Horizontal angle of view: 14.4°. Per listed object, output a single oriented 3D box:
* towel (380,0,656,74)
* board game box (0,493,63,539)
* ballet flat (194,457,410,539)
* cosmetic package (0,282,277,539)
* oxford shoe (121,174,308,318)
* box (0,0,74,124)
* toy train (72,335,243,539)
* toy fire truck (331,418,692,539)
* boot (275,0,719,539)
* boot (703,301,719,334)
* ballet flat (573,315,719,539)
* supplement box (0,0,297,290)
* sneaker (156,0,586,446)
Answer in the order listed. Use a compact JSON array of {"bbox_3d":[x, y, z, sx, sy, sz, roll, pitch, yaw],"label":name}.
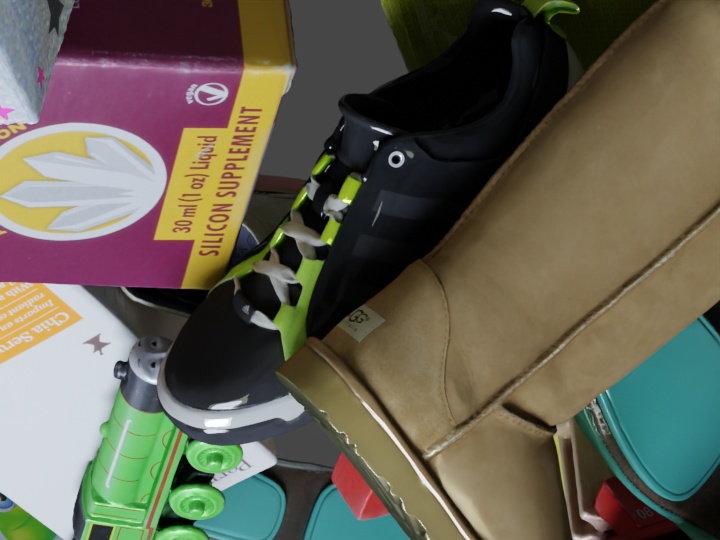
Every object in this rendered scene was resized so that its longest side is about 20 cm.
[{"bbox_3d":[0.109,-0.084,1.018,0.199,0.018,0.086,-2,140,18],"label":"towel"},{"bbox_3d":[-0.207,0.135,1.319,0.199,0.103,0.105,18,143,-8],"label":"board game box"},{"bbox_3d":[-0.036,0.116,1.295,0.199,0.068,0.064,24,169,-15],"label":"ballet flat"},{"bbox_3d":[-0.128,0.027,1.141,0.101,0.072,0.200,-27,140,16],"label":"cosmetic package"},{"bbox_3d":[0.000,0.000,1.078,0.199,0.074,0.071,-5,104,32],"label":"oxford shoe"},{"bbox_3d":[-0.145,-0.150,0.850,0.131,0.201,0.115,-1,143,16],"label":"box"},{"bbox_3d":[-0.085,0.090,1.143,0.056,0.042,0.200,9,138,-11],"label":"toy train"},{"bbox_3d":[0.104,0.092,1.178,0.199,0.141,0.049,-12,138,-36],"label":"toy fire truck"},{"bbox_3d":[0.093,0.027,0.983,0.175,0.200,0.066,52,173,-28],"label":"boot"},{"bbox_3d":[0.148,0.001,1.075,0.199,0.068,0.131,-12,136,35],"label":"boot"},{"bbox_3d":[0.126,0.069,1.083,0.200,0.067,0.070,45,164,-26],"label":"ballet flat"},{"bbox_3d":[-0.134,-0.073,0.987,0.199,0.104,0.131,2,145,-14],"label":"supplement box"},{"bbox_3d":[-0.002,-0.026,0.997,0.072,0.200,0.083,40,167,47],"label":"sneaker"}]
